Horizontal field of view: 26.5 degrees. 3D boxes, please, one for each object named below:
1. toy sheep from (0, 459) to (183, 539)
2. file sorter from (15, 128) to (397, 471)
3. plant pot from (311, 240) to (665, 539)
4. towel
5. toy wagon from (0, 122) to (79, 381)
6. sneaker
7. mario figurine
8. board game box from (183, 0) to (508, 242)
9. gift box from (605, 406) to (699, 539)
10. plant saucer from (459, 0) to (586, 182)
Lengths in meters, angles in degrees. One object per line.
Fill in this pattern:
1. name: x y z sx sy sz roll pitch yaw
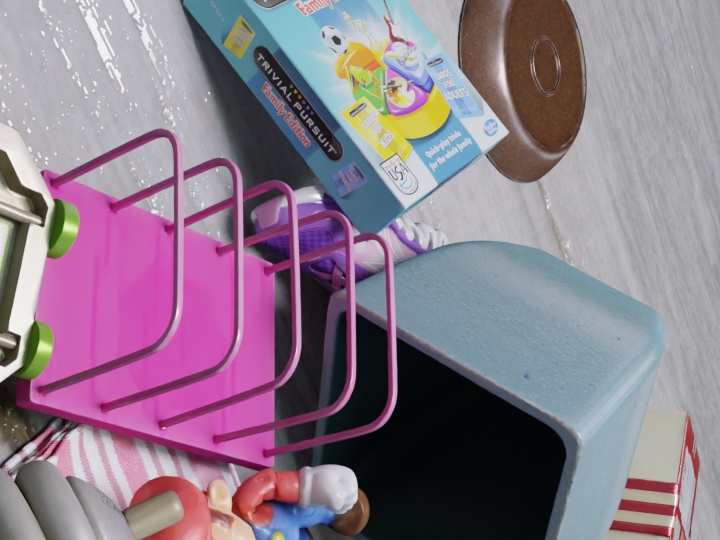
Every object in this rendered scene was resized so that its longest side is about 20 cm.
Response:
1. toy sheep: -0.180 0.163 0.769 0.199 0.138 0.139 -27 112 -22
2. file sorter: -0.082 0.021 0.900 0.199 0.125 0.141 23 57 -46
3. plant pot: 0.106 0.093 1.056 0.199 0.195 0.197 -33 142 -42
4. towel: -0.139 0.144 0.921 0.200 0.030 0.148 -45 123 -47
5. toy wagon: -0.228 0.011 0.785 0.154 0.039 0.202 23 69 -41
6. sneaker: 0.000 0.000 1.078 0.199 0.080 0.090 23 58 -52
7. mario figurine: -0.064 0.179 0.922 0.199 0.105 0.125 4 88 -58
8. board game box: -0.005 -0.137 1.045 0.201 0.047 0.151 52 40 1
9. gift box: 0.161 0.182 1.202 0.200 0.185 0.186 60 40 -60
10. plant saucer: 0.153 -0.180 1.362 0.199 0.034 0.203 6 83 -54
